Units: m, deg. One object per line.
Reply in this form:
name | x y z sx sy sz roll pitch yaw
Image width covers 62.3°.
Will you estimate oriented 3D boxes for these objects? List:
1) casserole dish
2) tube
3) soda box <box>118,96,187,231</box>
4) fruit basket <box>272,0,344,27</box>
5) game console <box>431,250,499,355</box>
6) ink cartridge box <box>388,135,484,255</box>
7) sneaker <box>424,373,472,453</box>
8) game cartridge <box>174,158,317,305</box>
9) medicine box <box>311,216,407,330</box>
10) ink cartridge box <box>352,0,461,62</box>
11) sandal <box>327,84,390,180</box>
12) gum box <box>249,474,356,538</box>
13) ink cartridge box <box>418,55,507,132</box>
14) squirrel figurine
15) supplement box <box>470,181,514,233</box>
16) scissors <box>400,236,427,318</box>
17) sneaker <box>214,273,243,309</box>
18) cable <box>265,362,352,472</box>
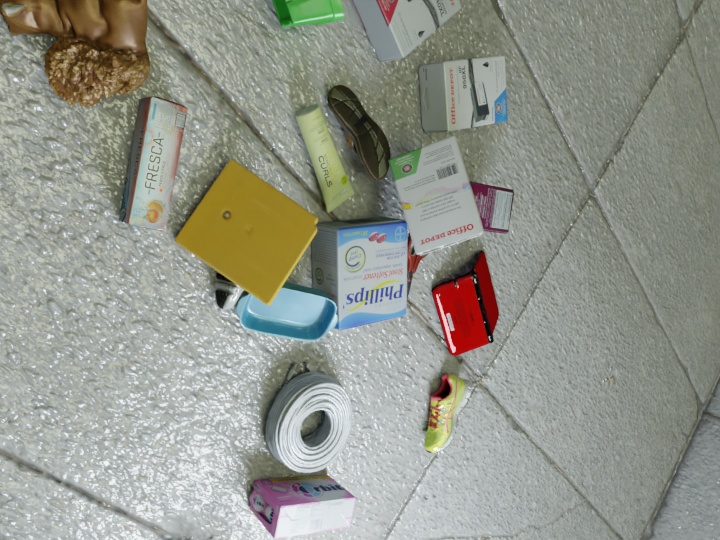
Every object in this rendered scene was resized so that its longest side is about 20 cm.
casserole dish | -0.138 0.072 1.132 0.196 0.039 0.122 13 126 -22
tube | -0.069 -0.220 1.166 0.057 0.052 0.203 -15 120 9
soda box | -0.334 -0.171 0.959 0.063 0.068 0.205 10 93 -37
fruit basket | -0.066 -0.540 1.032 0.211 0.155 0.221 -7 109 -21
game console | 0.269 0.082 1.498 0.169 0.119 0.204 -19 113 1
ink cartridge box | 0.157 -0.149 1.213 0.084 0.142 0.205 -16 89 -76
sneaker | 0.196 0.347 1.469 0.090 0.078 0.203 33 73 -28
game cartridge | -0.193 -0.067 1.040 0.198 0.032 0.178 34 79 0
medicine box | 0.000 0.000 1.225 0.179 0.102 0.205 -9 104 -35
ink cartridge box | 0.096 -0.543 1.200 0.200 0.083 0.147 -45 122 -21
sandal | -0.007 -0.275 1.201 0.082 0.054 0.201 -47 109 -26
gum box | -0.122 0.480 1.222 0.197 0.113 0.068 11 93 -38
ink cartridge box | 0.232 -0.395 1.333 0.197 0.084 0.148 -18 109 -33
squirrel figurine | -0.400 -0.337 0.838 0.183 0.141 0.205 -9 102 -28
supplement box | 0.235 -0.150 1.355 0.197 0.130 0.106 3 98 -38
scissors | 0.110 0.005 1.368 0.072 0.014 0.204 27 83 -40
sneaker | -0.201 -0.018 1.094 0.081 0.074 0.204 31 81 -45
cable | -0.101 0.315 1.233 0.199 0.069 0.202 40 75 -35
